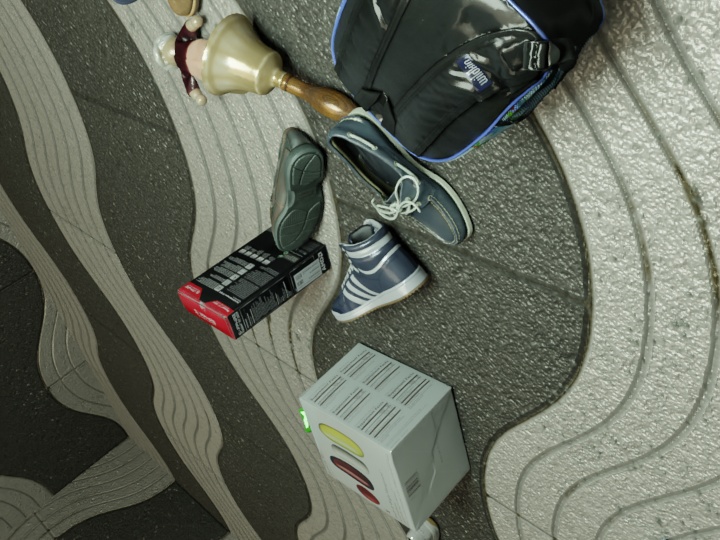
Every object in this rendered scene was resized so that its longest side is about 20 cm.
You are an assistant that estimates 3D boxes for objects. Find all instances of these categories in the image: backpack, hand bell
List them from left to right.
[{"bbox_3d":[-0.083,-0.224,0.911,0.199,0.104,0.104,28,145,17],"label":"hand bell"},{"bbox_3d":[0.083,-0.197,0.616,0.183,0.147,0.200,49,147,3],"label":"backpack"}]

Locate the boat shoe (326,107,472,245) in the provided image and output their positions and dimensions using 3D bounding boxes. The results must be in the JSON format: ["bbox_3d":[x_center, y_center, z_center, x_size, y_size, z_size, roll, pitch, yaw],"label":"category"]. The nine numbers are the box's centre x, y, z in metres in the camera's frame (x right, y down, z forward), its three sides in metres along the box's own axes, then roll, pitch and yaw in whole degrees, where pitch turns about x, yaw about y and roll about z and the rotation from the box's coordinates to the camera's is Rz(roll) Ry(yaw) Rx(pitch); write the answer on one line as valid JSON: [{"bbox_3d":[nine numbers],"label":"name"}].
[{"bbox_3d":[0.045,-0.098,0.861,0.200,0.062,0.075,48,145,-8],"label":"boat shoe"}]

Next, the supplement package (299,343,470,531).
[{"bbox_3d":[0.040,0.257,1.187,0.199,0.147,0.192,21,139,41],"label":"supplement package"}]

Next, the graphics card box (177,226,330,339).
[{"bbox_3d":[-0.158,0.012,1.142,0.125,0.200,0.051,22,140,40],"label":"graphics card box"}]

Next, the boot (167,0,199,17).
[{"bbox_3d":[-0.257,-0.403,0.948,0.073,0.075,0.201,33,150,26],"label":"boot"}]

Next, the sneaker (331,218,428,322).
[{"bbox_3d":[0.000,0.000,1.033,0.109,0.070,0.200,51,145,-9],"label":"sneaker"}]

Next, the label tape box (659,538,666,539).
[{"bbox_3d":[0.388,0.444,0.982,0.143,0.066,0.200,43,148,16],"label":"label tape box"}]

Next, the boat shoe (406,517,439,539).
[{"bbox_3d":[0.119,0.557,1.487,0.071,0.069,0.201,23,141,38],"label":"boat shoe"}]

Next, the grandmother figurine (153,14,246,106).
[{"bbox_3d":[-0.226,-0.293,1.053,0.199,0.060,0.122,29,116,40],"label":"grandmother figurine"}]

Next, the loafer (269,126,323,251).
[{"bbox_3d":[-0.092,-0.113,1.063,0.063,0.071,0.201,59,150,30],"label":"loafer"}]

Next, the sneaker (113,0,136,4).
[{"bbox_3d":[-0.336,-0.461,1.006,0.082,0.074,0.201,29,137,38],"label":"sneaker"}]

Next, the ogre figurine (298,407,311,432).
[{"bbox_3d":[-0.051,0.285,1.382,0.098,0.200,0.120,-40,72,23],"label":"ogre figurine"}]
